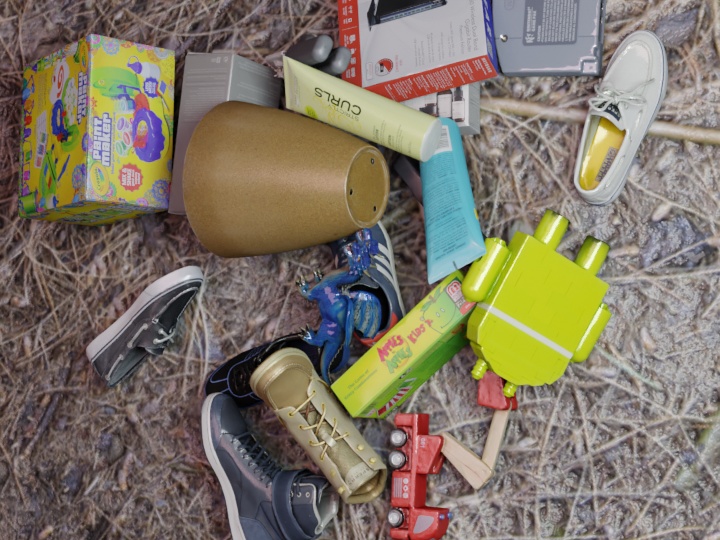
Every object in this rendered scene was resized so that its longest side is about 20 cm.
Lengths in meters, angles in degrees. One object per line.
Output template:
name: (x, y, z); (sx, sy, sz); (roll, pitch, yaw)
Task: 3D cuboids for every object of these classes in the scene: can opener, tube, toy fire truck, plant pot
can opener: (-0.062, -0.257, 1.641); (0.052, 0.200, 0.067); (26, 87, -20)
tube: (0.097, -0.082, 1.542); (0.077, 0.050, 0.202); (-33, 44, 32)
tube: (-0.004, -0.180, 1.568); (0.198, 0.052, 0.059); (25, 101, 21)
toy fire truck: (0.105, 0.213, 1.581); (0.139, 0.049, 0.203); (0, 84, 22)
plant pot: (-0.071, -0.102, 1.604); (0.198, 0.186, 0.189); (5, 85, 33)

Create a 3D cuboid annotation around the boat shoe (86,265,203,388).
boat shoe: (-0.264, 0.075, 1.745); (0.200, 0.072, 0.068); (-40, 68, 17)

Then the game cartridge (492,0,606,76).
game cartridge: (0.220, -0.325, 1.605); (0.132, 0.040, 0.203); (4, 85, 20)

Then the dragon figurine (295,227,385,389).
dragon figurine: (-0.017, 0.053, 1.557); (0.099, 0.059, 0.203); (7, 106, 38)

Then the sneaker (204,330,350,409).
sneaker: (-0.113, 0.117, 1.671); (0.198, 0.078, 0.071); (-23, 75, 19)

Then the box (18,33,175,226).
box: (-0.334, -0.170, 1.738); (0.192, 0.121, 0.203); (-7, 80, 52)

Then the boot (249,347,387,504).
boot: (-0.043, 0.180, 1.560); (0.073, 0.200, 0.156); (-37, 61, -5)

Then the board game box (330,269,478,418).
board game box: (0.067, 0.087, 1.584); (0.200, 0.101, 0.048); (-43, 70, 13)

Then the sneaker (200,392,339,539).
sneaker: (-0.103, 0.230, 1.642); (0.145, 0.077, 0.205); (-18, 90, 31)

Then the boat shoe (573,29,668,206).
boat shoe: (0.280, -0.175, 1.532); (0.074, 0.086, 0.204); (23, 93, 24)

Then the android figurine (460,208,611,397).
android figurine: (0.191, 0.041, 1.510); (0.202, 0.181, 0.041); (-62, 23, 1)

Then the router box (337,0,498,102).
router box: (0.064, -0.302, 1.627); (0.177, 0.049, 0.202); (-13, 62, 18)

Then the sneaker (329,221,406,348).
sneaker: (0.000, 0.000, 1.633); (0.074, 0.084, 0.202); (-27, 74, 18)

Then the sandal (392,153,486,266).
sandal: (0.100, -0.054, 1.607); (0.043, 0.076, 0.201); (-46, 59, 14)

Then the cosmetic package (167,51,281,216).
cosmetic package: (-0.166, -0.159, 1.709); (0.089, 0.106, 0.203); (7, 85, 34)

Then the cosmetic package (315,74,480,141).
cosmetic package: (0.043, -0.202, 1.657); (0.198, 0.051, 0.084); (-3, 82, 23)
